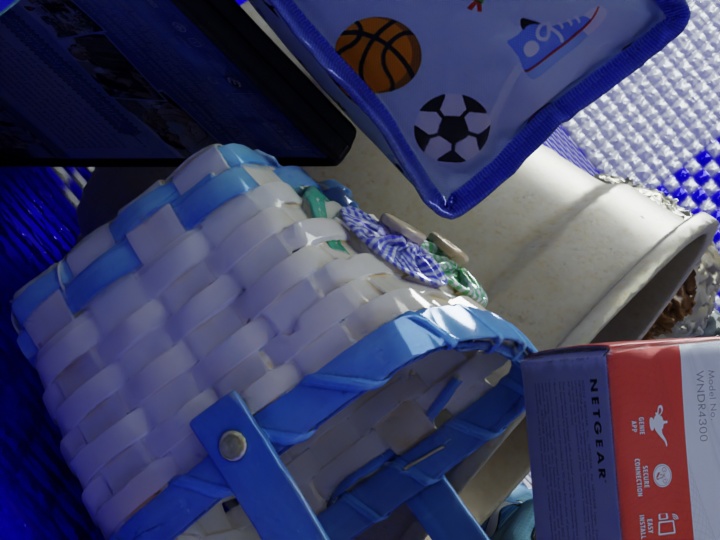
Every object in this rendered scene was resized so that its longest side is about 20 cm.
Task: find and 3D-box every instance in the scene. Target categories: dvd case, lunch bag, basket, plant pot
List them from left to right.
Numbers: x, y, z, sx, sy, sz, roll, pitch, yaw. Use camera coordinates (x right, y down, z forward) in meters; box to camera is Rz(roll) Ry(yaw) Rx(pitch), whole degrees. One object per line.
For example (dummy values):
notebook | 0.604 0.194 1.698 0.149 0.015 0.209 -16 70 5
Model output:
dvd case | -0.110 -0.082 0.924 0.200 0.018 0.143 2 -34 48
basket | -0.005 0.064 0.855 0.200 0.139 0.176 59 11 12
lunch bag | -0.005 -0.144 0.883 0.200 0.124 0.170 47 5 -22
plant pot | 0.000 0.000 1.045 0.183 0.201 0.200 41 8 10

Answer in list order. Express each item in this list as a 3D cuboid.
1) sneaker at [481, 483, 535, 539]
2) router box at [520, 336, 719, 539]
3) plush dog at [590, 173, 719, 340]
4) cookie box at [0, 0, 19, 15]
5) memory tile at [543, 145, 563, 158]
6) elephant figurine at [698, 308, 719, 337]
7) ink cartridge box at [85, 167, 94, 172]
sneaker | 0.076 0.127 1.142 0.078 0.090 0.200 50 9 -8
router box | 0.143 0.117 0.859 0.049 0.179 0.201 -9 -94 60
plush dog | 0.073 0.000 1.223 0.200 0.171 0.161 -9 100 -80
cookie box | -0.153 -0.134 0.820 0.075 0.171 0.200 47 11 -35
memory tile | -0.011 -0.068 1.296 0.199 0.017 0.153 0 -31 39
elephant figurine | 0.244 0.118 1.908 0.200 0.154 0.142 -75 169 -65
ink cartridge box | -0.164 -0.118 1.097 0.160 0.047 0.200 49 14 -18
